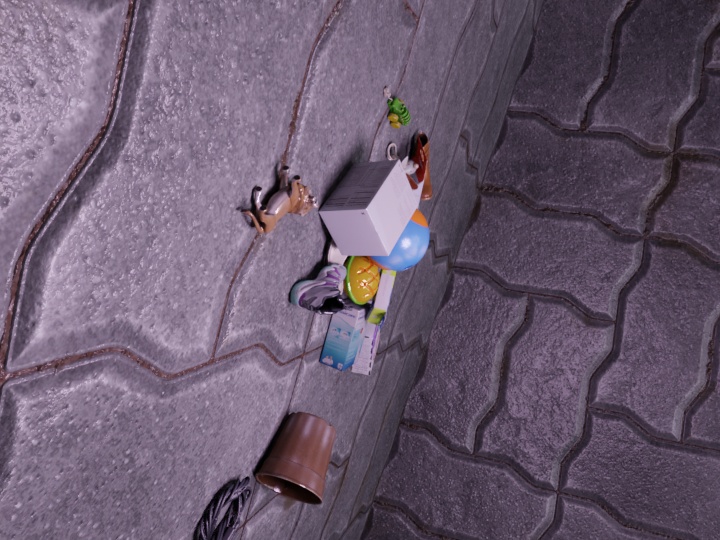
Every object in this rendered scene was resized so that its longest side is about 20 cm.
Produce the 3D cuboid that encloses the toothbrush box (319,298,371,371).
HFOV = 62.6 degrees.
[{"bbox_3d":[-0.042,0.196,1.856,0.146,0.085,0.202,-10,116,-71],"label":"toothbrush box"}]

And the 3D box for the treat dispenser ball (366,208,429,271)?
[{"bbox_3d":[0.098,-0.099,1.695,0.201,0.200,0.202,-56,157,-39],"label":"treat dispenser ball"}]

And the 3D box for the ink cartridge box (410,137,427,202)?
[{"bbox_3d":[0.163,-0.300,1.893,0.163,0.050,0.201,-97,-170,-51],"label":"ink cartridge box"}]

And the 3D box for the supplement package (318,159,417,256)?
[{"bbox_3d":[0.024,-0.159,1.513,0.201,0.150,0.152,-58,135,-36],"label":"supplement package"}]

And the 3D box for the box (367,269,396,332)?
[{"bbox_3d":[0.067,0.075,1.823,0.122,0.047,0.201,109,-4,-63],"label":"box"}]

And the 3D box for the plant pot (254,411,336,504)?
[{"bbox_3d":[-0.168,0.521,1.668,0.201,0.199,0.199,83,23,-54],"label":"plant pot"}]

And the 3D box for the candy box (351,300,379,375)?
[{"bbox_3d":[0.022,0.233,2.050,0.168,0.071,0.201,-72,170,-47],"label":"candy box"}]

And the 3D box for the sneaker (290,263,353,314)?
[{"bbox_3d":[-0.066,0.060,1.497,0.200,0.139,0.078,-34,140,-43],"label":"sneaker"}]

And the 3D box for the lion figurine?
[{"bbox_3d":[-0.167,-0.128,1.199,0.200,0.072,0.123,-40,155,-34],"label":"lion figurine"}]

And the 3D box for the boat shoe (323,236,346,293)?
[{"bbox_3d":[-0.074,-0.023,1.605,0.066,0.057,0.202,-6,116,-31],"label":"boat shoe"}]

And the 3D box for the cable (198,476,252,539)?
[{"bbox_3d":[-0.336,0.598,1.463,0.201,0.050,0.164,-60,155,-24],"label":"cable"}]

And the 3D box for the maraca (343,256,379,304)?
[{"bbox_3d":[0.000,0.000,1.756,0.137,0.106,0.202,3,86,-56],"label":"maraca"}]

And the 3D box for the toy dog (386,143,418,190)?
[{"bbox_3d":[0.121,-0.283,1.754,0.132,0.096,0.201,52,52,-35],"label":"toy dog"}]

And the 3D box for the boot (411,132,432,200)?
[{"bbox_3d":[0.210,-0.348,1.980,0.156,0.076,0.201,92,1,-49],"label":"boot"}]

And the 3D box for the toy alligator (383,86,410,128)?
[{"bbox_3d":[0.110,-0.458,1.688,0.200,0.054,0.060,48,62,-70],"label":"toy alligator"}]
